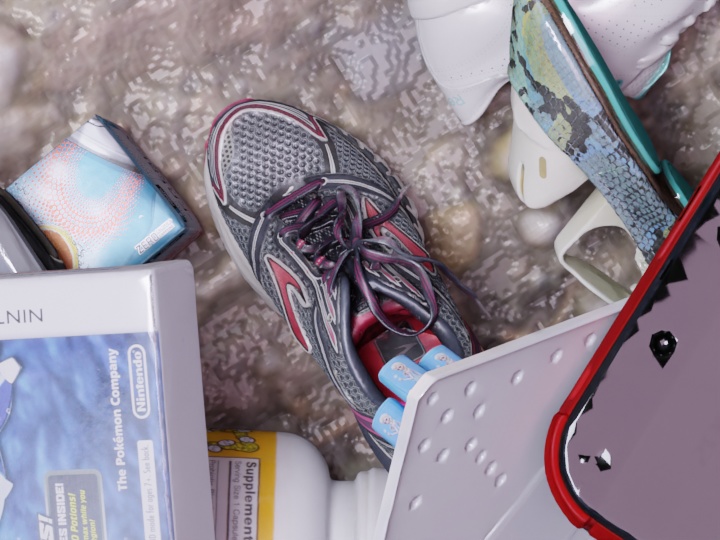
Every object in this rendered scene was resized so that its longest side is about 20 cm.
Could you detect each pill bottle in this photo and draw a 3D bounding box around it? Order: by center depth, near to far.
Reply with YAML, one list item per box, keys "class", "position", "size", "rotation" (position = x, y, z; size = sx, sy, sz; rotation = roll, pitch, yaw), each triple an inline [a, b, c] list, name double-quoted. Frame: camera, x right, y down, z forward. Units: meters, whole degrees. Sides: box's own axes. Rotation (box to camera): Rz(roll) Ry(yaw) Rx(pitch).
- class: "pill bottle"
  position: [-0.073, 0.122, 1.159]
  size: [0.199, 0.113, 0.113]
  rotation: [3, 96, -2]

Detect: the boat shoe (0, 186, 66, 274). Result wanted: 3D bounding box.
- class: "boat shoe"
  position: [-0.122, 0.042, 1.096]
  size: [0.069, 0.057, 0.200]
  rotation: [-33, 84, 19]

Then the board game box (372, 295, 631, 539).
- class: "board game box"
  position: [0.064, 0.097, 1.108]
  size: [0.026, 0.200, 0.201]
  rotation: [34, 126, 33]

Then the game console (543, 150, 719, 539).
- class: "game console"
  position: [0.184, 0.044, 1.040]
  size: [0.177, 0.031, 0.200]
  rotation: [32, 88, 6]

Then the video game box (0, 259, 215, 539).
- class: "video game box"
  position: [-0.147, 0.100, 1.056]
  size: [0.182, 0.047, 0.201]
  rotation: [-4, 93, 21]

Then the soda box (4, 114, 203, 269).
- class: "soda box"
  position: [-0.164, 0.021, 1.167]
  size: [0.200, 0.068, 0.064]
  rotation: [-40, 87, 2]

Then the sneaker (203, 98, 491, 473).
- class: "sneaker"
  position: [0.000, 0.000, 1.140]
  size: [0.081, 0.075, 0.200]
  rotation: [-36, 64, -4]

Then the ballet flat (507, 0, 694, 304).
- class: "ballet flat"
  position: [0.102, -0.034, 1.145]
  size: [0.074, 0.074, 0.200]
  rotation: [-37, 118, 2]

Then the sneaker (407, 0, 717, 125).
- class: "sneaker"
  position: [0.123, -0.118, 1.169]
  size: [0.199, 0.075, 0.089]
  rotation: [-15, 106, 8]
